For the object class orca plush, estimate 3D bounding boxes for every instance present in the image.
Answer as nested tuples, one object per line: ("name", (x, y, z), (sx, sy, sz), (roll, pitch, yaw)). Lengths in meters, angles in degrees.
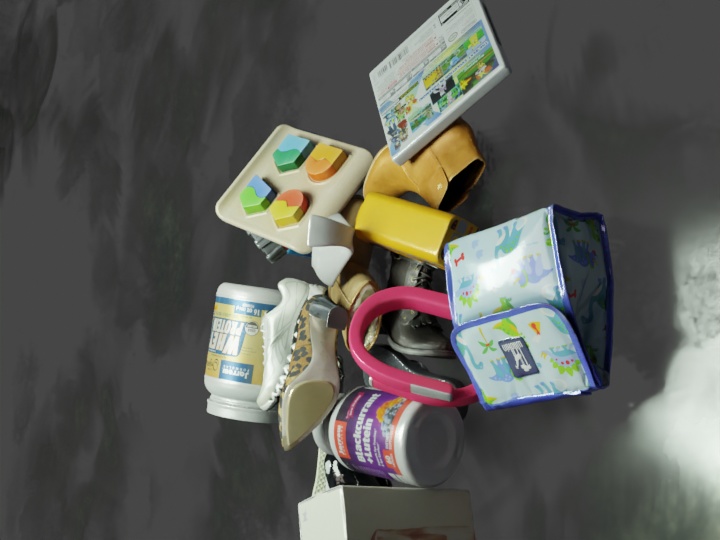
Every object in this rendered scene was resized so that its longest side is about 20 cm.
("orca plush", (-0.004, 0.324, 1.441), (0.071, 0.103, 0.203), (81, -178, -67))

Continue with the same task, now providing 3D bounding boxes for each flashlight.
("flashlight", (-0.076, -0.098, 1.623), (0.199, 0.068, 0.068), (-41, 82, -3))

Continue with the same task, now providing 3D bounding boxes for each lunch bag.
("lunch bag", (0.191, 0.047, 1.222), (0.169, 0.126, 0.204), (-18, 74, 46))

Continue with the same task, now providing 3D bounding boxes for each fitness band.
("fitness band", (0.082, 0.092, 1.330), (0.038, 0.197, 0.145), (87, -157, -51))

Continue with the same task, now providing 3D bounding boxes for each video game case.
("video game case", (0.102, -0.264, 1.455), (0.199, 0.022, 0.184), (-38, 44, 27))

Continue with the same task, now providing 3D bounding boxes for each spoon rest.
("spoon rest", (-0.036, -0.034, 1.440), (0.200, 0.059, 0.101), (79, -165, -83))

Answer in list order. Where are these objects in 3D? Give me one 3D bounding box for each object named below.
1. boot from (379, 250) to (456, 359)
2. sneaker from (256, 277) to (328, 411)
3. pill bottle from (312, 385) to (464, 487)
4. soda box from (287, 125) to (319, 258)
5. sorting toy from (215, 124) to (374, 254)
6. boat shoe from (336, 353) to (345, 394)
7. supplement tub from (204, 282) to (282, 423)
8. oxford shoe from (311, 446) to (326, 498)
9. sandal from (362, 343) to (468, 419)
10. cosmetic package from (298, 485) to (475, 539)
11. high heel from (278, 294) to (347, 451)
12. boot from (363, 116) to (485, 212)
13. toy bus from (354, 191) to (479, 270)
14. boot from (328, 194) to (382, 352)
("boot", (0.079, 0.014, 1.440), (0.199, 0.068, 0.177), (29, 107, 56))
("sneaker", (-0.117, 0.108, 1.616), (0.075, 0.080, 0.203), (71, -140, -85))
("pill bottle", (0.029, 0.207, 1.389), (0.198, 0.110, 0.114), (0, 82, 50))
("soda box", (-0.091, -0.124, 1.725), (0.068, 0.063, 0.203), (-41, 50, 43))
("sorting toy", (-0.100, -0.128, 1.591), (0.198, 0.037, 0.186), (24, 69, 38))
("boat shoe", (-0.057, 0.146, 1.557), (0.200, 0.070, 0.065), (-137, 66, -79))
("supplement tub", (-0.167, 0.128, 1.704), (0.144, 0.143, 0.204), (4, 86, 55))
("oxford shoe", (-0.024, 0.272, 1.536), (0.074, 0.058, 0.204), (13, 81, 16))
("sandal", (0.073, 0.155, 1.449), (0.199, 0.042, 0.078), (24, 109, 45))
("cosmetic package", (0.034, 0.316, 1.317), (0.103, 0.197, 0.089), (-33, 55, 48))
("high heel", (-0.071, 0.133, 1.448), (0.142, 0.070, 0.203), (-160, 90, -75))
("boot", (0.082, -0.120, 1.462), (0.202, 0.070, 0.145), (-49, 40, 30))
("toy bus", (0.061, -0.052, 1.387), (0.199, 0.078, 0.066), (21, 89, 47))
("boot", (0.000, 0.000, 1.505), (0.200, 0.065, 0.179), (-117, 31, -74))
